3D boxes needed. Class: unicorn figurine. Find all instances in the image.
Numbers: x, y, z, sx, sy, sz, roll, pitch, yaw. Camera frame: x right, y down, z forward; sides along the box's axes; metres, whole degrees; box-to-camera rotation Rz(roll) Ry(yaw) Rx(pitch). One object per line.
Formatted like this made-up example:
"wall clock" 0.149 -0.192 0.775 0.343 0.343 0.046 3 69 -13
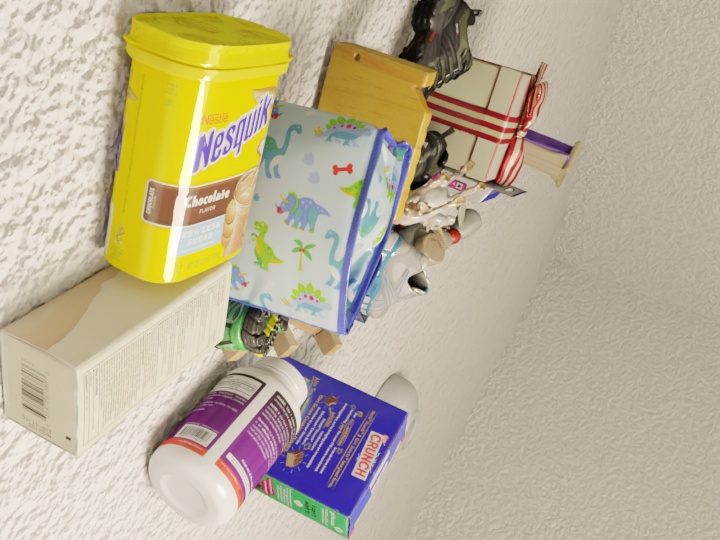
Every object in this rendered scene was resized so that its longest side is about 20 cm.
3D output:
"unicorn figurine" 0.100 -0.091 1.136 0.200 0.137 0.074 0 68 -48

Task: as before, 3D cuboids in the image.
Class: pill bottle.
"pill bottle" -0.145 0.191 0.979 0.200 0.112 0.113 -48 154 -45

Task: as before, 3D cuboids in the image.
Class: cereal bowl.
"cereal bowl" 0.073 0.332 1.826 0.200 0.083 0.200 -53 157 -35

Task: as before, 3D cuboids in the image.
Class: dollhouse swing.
"dollhouse swing" 0.031 -0.155 1.014 0.176 0.182 0.200 -10 121 -55

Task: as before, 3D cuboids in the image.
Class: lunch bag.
"lunch bag" -0.061 -0.054 0.819 0.127 0.170 0.200 10 96 -71

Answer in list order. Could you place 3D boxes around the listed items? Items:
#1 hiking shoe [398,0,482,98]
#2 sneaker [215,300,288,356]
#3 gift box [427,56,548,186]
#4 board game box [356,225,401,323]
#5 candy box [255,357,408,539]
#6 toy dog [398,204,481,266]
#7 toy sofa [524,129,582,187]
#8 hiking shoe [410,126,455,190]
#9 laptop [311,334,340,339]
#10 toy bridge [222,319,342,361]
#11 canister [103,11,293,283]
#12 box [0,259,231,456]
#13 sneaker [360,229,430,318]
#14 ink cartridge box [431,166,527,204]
"hiking shoe" 0.104 -0.272 1.122 0.101 0.076 0.200 19 95 -30
"sneaker" -0.125 0.035 0.929 0.200 0.085 0.078 -54 149 -77
"gift box" 0.179 -0.244 1.275 0.200 0.187 0.185 -29 139 -61
"board game box" 0.029 -0.029 1.345 0.200 0.035 0.136 -62 161 -18
"candy box" -0.061 0.231 1.127 0.169 0.200 0.077 -55 158 -33
"toy dog" 0.110 -0.071 1.328 0.096 0.132 0.200 67 26 -9
"toy sofa" 0.341 -0.260 1.703 0.083 0.200 0.098 -57 165 -27
"hiking shoe" 0.076 -0.137 1.178 0.101 0.076 0.200 -24 173 -14
"laptop" 0.000 0.000 1.154 0.200 0.116 0.187 -21 -145 60
"toy bridge" -0.103 0.073 1.029 0.027 0.067 0.200 -41 155 27
"canister" -0.137 -0.103 0.699 0.149 0.087 0.200 -34 144 -60
"box" -0.199 0.055 0.715 0.200 0.078 0.095 -41 148 -54
"sneaker" 0.055 0.025 1.235 0.075 0.087 0.200 -61 172 -28
"ink cartridge box" 0.150 -0.141 1.291 0.095 0.200 0.037 -23 132 -64
